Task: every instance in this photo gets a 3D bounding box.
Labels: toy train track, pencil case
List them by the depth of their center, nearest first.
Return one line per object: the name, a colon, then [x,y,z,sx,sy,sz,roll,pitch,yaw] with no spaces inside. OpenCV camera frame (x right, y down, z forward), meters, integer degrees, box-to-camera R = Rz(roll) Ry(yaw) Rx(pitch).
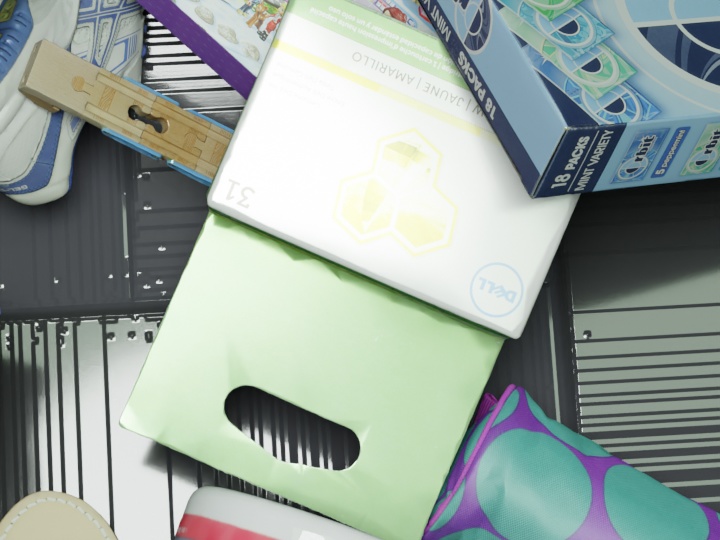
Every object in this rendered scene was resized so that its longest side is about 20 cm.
pencil case: [0.126,0.131,1.015,0.199,0.085,0.093,30,37,4]
toy train track: [-0.065,-0.048,1.043,0.199,0.032,0.115,26,72,-25]

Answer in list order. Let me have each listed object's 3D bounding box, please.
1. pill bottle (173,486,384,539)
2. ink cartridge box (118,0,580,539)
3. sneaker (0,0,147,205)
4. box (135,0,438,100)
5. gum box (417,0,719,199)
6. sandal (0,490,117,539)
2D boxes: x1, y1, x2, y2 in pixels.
pill bottle: [-0.047,0.204,0.978,0.119,0.120,0.201,18,80,2]
ink cartridge box: [0.000,0.000,0.972,0.145,0.048,0.201,23,86,-2]
sneaker: [-0.132,-0.120,1.070,0.075,0.088,0.201,4,54,41]
box: [-0.027,-0.147,1.028,0.200,0.039,0.137,42,74,-5]
gum box: [0.126,-0.114,0.982,0.199,0.045,0.171,-7,52,-27]
sandal: [-0.136,0.177,0.970,0.077,0.070,0.213,14,58,-6]
